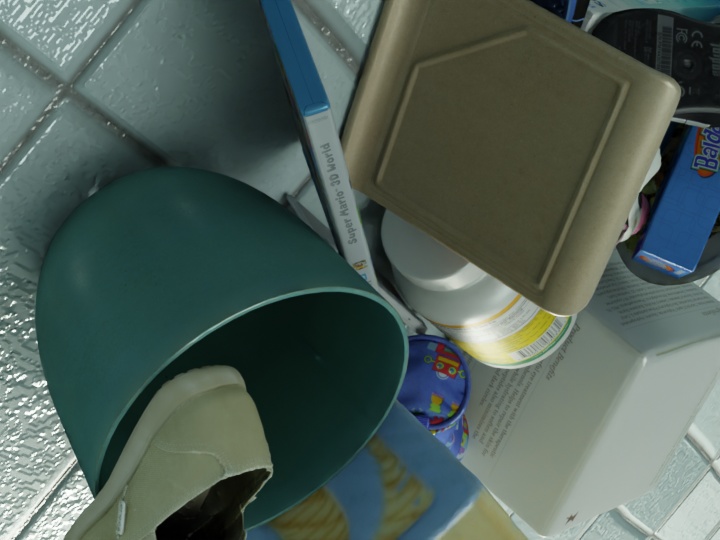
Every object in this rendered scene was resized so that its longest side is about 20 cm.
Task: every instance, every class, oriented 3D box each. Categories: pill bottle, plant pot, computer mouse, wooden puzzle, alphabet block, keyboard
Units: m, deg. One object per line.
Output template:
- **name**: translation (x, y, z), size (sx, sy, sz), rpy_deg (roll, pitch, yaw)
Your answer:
- **pill bottle**: translation (0.090, -0.002, 1.235), size (0.113, 0.113, 0.200), rpy_deg (-50, 151, 1)
- **plant pot**: translation (-0.098, 0.035, 0.948), size (0.200, 0.161, 0.201), rpy_deg (-25, 143, -20)
- **computer mouse**: translation (0.246, -0.106, 1.113), size (0.199, 0.141, 0.046), rpy_deg (-1, 177, -12)
- **wooden puzzle**: translation (0.091, -0.091, 1.055), size (0.037, 0.200, 0.185), rpy_deg (-36, 152, -52)
- **alphabet block**: translation (-0.003, 0.201, 1.060), size (0.196, 0.195, 0.200), rpy_deg (-42, 136, -4)
- **keyboard**: translation (0.000, 0.000, 1.170), size (0.011, 0.056, 0.200), rpy_deg (-42, 152, 4)

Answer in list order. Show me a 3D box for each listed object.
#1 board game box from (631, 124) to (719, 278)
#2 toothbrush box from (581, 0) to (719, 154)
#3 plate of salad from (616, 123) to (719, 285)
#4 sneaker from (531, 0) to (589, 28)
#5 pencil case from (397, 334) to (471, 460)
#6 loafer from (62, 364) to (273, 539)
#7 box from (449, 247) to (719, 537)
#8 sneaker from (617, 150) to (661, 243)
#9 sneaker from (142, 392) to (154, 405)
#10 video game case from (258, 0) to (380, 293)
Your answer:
- **board game box**: translation (0.263, -0.095, 1.211), size (0.152, 0.045, 0.200), rpy_deg (22, 91, -83)
- **toothbrush box**: translation (0.170, -0.150, 1.202), size (0.200, 0.085, 0.147), rpy_deg (-15, 136, -47)
- **plate of salad**: translation (0.278, -0.083, 1.347), size (0.048, 0.200, 0.200), rpy_deg (27, 103, -31)
- **sneaker**: translation (0.145, -0.227, 1.033), size (0.078, 0.070, 0.200), rpy_deg (-23, 141, -25)
- **pencil case**: translation (0.049, 0.114, 1.298), size (0.200, 0.078, 0.087), rpy_deg (80, 14, -72)
- **loafer**: translation (-0.105, 0.141, 0.860), size (0.076, 0.068, 0.200), rpy_deg (-4, 132, -39)
- **box**: translation (0.194, 0.090, 1.425), size (0.200, 0.171, 0.199), rpy_deg (-10, 132, -49)
- **sneaker**: translation (0.154, -0.052, 1.122), size (0.086, 0.080, 0.200), rpy_deg (-48, 151, -13)
- **sneaker**: translation (-0.082, 0.036, 1.094), size (0.200, 0.073, 0.112), rpy_deg (-23, 139, -53)
- **video game case**: translation (-0.028, -0.085, 0.952), size (0.018, 0.143, 0.200), rpy_deg (-19, 146, -2)
